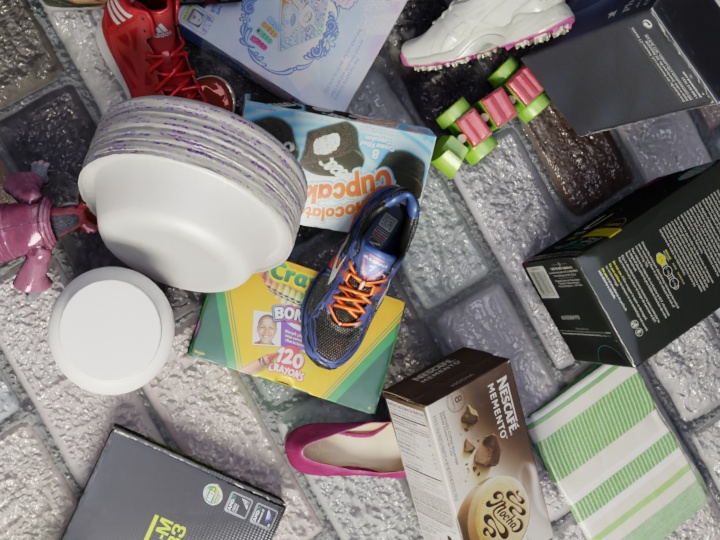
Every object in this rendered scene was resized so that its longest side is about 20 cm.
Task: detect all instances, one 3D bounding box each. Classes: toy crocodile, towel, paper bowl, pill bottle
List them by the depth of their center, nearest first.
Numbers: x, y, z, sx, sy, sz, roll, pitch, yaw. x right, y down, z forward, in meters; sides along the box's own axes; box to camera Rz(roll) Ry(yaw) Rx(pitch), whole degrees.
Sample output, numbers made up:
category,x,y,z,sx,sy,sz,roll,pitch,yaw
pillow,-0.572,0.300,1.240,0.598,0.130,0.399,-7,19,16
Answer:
category,x,y,z,sx,sy,sz,roll,pitch,yaw
paper bowl,-0.152,-0.055,0.915,0.198,0.201,0.106,21,64,-10
pill bottle,-0.226,0.054,0.944,0.110,0.200,0.114,1,87,-12
toy crocodile,0.148,-0.175,1.108,0.199,0.062,0.068,-40,96,-12
towel,0.282,0.210,1.138,0.151,0.023,0.202,-33,95,-11

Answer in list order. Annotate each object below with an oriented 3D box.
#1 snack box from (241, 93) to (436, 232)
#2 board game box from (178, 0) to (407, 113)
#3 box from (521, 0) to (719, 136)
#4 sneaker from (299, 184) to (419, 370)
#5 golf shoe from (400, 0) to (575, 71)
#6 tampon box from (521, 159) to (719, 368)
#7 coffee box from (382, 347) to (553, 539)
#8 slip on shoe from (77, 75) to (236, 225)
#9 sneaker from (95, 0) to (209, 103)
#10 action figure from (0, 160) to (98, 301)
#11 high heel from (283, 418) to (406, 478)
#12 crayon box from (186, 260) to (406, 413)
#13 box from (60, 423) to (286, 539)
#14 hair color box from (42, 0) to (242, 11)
category,x,y,z,sx,sy,sz,roll,pitch,yaw
snack box,-0.031,-0.103,1.057,0.197,0.037,0.118,8,110,-12
board game box,-0.062,-0.285,1.078,0.197,0.043,0.202,31,81,-8
box,0.302,-0.259,1.051,0.123,0.198,0.201,46,67,-18
sneaker,0.000,0.000,1.000,0.074,0.078,0.202,25,78,-8
golf shoe,0.121,-0.262,1.053,0.075,0.198,0.093,-30,106,-52
tampon box,0.302,-0.008,1.087,0.198,0.150,0.127,-32,94,-12
coffee box,0.109,0.195,1.038,0.112,0.079,0.203,-23,106,-28
slip on shoe,-0.200,-0.120,1.031,0.200,0.061,0.074,-43,94,-12
sneaker,-0.183,-0.183,0.962,0.078,0.116,0.201,-34,84,-25
action figure,-0.342,-0.041,0.959,0.197,0.149,0.136,-14,84,1
high heel,0.021,0.179,1.044,0.197,0.096,0.069,8,85,-11
crayon box,-0.065,0.059,1.051,0.197,0.058,0.121,19,82,-10
box,-0.198,0.282,1.017,0.191,0.047,0.202,27,81,-12
hair color box,-0.217,-0.300,0.990,0.196,0.099,0.062,-2,79,3
